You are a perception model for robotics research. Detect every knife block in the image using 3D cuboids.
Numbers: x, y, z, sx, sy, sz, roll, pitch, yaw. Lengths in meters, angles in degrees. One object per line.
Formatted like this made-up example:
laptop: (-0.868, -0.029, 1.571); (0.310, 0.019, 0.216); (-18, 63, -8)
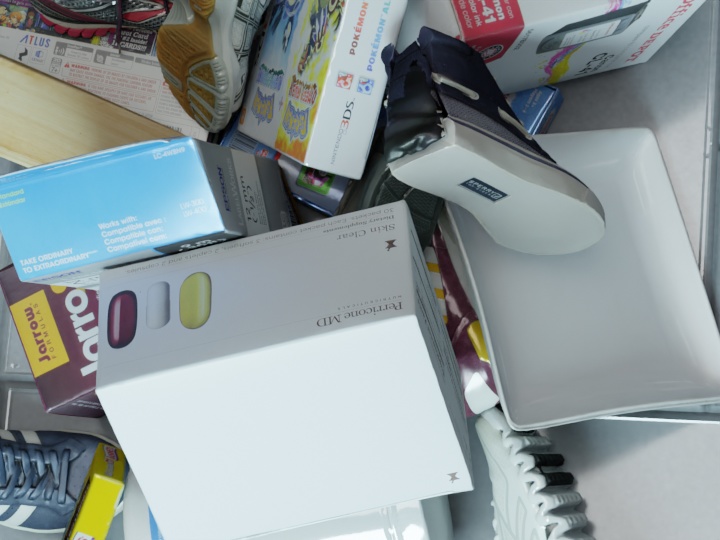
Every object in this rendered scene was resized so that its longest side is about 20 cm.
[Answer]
knife block: (-0.238, -0.109, 1.645); (0.199, 0.176, 0.064); (24, 93, 13)

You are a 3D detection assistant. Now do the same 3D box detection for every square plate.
square plate: (0.143, 0.004, 1.601); (0.198, 0.028, 0.201); (-6, 72, -34)

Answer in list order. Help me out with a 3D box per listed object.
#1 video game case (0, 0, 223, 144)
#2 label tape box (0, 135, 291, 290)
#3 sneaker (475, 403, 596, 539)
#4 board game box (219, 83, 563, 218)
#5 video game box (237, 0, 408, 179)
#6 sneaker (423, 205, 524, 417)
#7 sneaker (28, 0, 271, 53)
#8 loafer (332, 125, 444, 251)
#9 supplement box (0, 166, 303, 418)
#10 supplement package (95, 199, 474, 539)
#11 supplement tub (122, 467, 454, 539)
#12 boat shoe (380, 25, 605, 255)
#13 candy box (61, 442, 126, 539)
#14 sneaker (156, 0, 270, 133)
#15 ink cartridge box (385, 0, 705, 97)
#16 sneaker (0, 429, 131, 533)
video game case: (-0.180, -0.177, 1.756); (0.199, 0.036, 0.182); (12, 81, 14)
label tape box: (-0.143, -0.034, 1.520); (0.143, 0.200, 0.066); (-13, 85, 16)
sneaker: (0.115, 0.183, 1.604); (0.081, 0.075, 0.200); (-31, 70, 18)
board game box: (0.019, -0.100, 1.697); (0.200, 0.037, 0.152); (27, 86, 16)
video game box: (-0.020, -0.163, 1.584); (0.047, 0.200, 0.183); (11, 96, -17)
sneaker: (0.040, 0.003, 1.621); (0.090, 0.075, 0.200); (-30, 75, 12)
sneaker: (-0.143, -0.199, 1.696); (0.199, 0.075, 0.081); (-2, 76, 10)
loafer: (0.000, 0.000, 1.583); (0.200, 0.072, 0.063); (-66, 28, 22)
supplement box: (-0.134, 0.012, 1.664); (0.200, 0.086, 0.111); (-26, 77, 15)
supplement package: (-0.046, 0.068, 1.496); (0.199, 0.156, 0.111); (-14, 41, 7)
supplement tub: (-0.046, 0.169, 1.606); (0.199, 0.132, 0.132); (-11, 76, 9)
boat shoe: (0.086, -0.082, 1.515); (0.075, 0.200, 0.093); (-21, 59, 29)
candy box: (-0.202, 0.220, 1.623); (0.026, 0.102, 0.201); (21, 95, -5)
sneaker: (-0.086, -0.177, 1.634); (0.088, 0.200, 0.076); (-36, 63, -28)
ink cartridge box: (0.118, -0.180, 1.598); (0.199, 0.148, 0.086); (-13, 76, -20)
sneaker: (-0.258, 0.141, 1.680); (0.199, 0.085, 0.075); (0, 78, 12)
